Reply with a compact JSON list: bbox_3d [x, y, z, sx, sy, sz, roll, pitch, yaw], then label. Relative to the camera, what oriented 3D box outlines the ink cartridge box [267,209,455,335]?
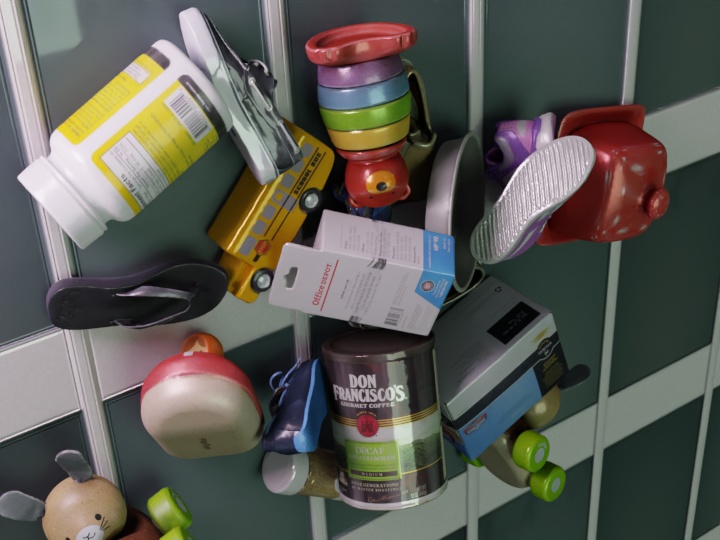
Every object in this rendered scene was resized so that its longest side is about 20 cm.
[{"bbox_3d":[0.000,0.000,1.266,0.198,0.067,0.116,12,138,-9],"label":"ink cartridge box"}]

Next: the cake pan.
[{"bbox_3d":[0.120,-0.075,1.367,0.200,0.036,0.203,6,90,-73],"label":"cake pan"}]

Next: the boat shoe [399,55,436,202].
[{"bbox_3d":[0.060,-0.160,1.315,0.071,0.076,0.201,-34,130,-19],"label":"boat shoe"}]

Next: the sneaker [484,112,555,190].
[{"bbox_3d":[0.207,-0.131,1.451,0.087,0.081,0.201,4,141,5],"label":"sneaker"}]

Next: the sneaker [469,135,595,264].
[{"bbox_3d":[0.226,-0.090,1.392,0.200,0.073,0.114,-44,162,18],"label":"sneaker"}]

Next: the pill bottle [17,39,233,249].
[{"bbox_3d":[-0.234,-0.123,1.083,0.200,0.114,0.115,-43,132,-10],"label":"pill bottle"}]

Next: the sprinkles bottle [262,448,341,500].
[{"bbox_3d":[-0.040,0.277,1.482,0.199,0.068,0.069,18,102,-42],"label":"sprinkles bottle"}]

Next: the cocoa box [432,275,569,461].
[{"bbox_3d":[0.170,0.134,1.520,0.199,0.133,0.132,-39,132,-15],"label":"cocoa box"}]

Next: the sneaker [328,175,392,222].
[{"bbox_3d":[-0.012,-0.031,1.344,0.078,0.075,0.202,-5,111,-21],"label":"sneaker"}]

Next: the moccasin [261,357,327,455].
[{"bbox_3d":[-0.083,0.159,1.330,0.067,0.200,0.081,-10,103,8],"label":"moccasin"}]

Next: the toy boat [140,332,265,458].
[{"bbox_3d":[-0.183,0.135,1.265,0.129,0.132,0.200,-6,157,-1],"label":"toy boat"}]

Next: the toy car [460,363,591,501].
[{"bbox_3d":[0.251,0.208,1.620,0.201,0.163,0.158,-51,134,-20],"label":"toy car"}]

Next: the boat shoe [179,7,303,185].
[{"bbox_3d":[-0.121,-0.190,1.141,0.067,0.072,0.201,-32,112,-11],"label":"boat shoe"}]

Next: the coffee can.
[{"bbox_3d":[0.033,0.184,1.396,0.145,0.146,0.202,-13,103,-32],"label":"coffee can"}]

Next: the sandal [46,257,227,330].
[{"bbox_3d":[-0.238,0.037,1.187,0.198,0.043,0.077,-10,126,-19],"label":"sandal"}]

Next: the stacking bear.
[{"bbox_3d":[0.009,-0.167,1.228,0.120,0.114,0.202,-12,113,-8],"label":"stacking bear"}]

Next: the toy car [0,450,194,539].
[{"bbox_3d":[-0.305,0.294,1.233,0.164,0.158,0.201,-37,120,-2],"label":"toy car"}]

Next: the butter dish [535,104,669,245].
[{"bbox_3d":[0.362,-0.115,1.515,0.199,0.147,0.202,-11,121,-40],"label":"butter dish"}]

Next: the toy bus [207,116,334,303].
[{"bbox_3d":[-0.108,-0.067,1.243,0.078,0.065,0.201,28,95,-43],"label":"toy bus"}]

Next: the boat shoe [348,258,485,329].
[{"bbox_3d":[0.075,0.027,1.438,0.200,0.060,0.073,-26,127,-24],"label":"boat shoe"}]
